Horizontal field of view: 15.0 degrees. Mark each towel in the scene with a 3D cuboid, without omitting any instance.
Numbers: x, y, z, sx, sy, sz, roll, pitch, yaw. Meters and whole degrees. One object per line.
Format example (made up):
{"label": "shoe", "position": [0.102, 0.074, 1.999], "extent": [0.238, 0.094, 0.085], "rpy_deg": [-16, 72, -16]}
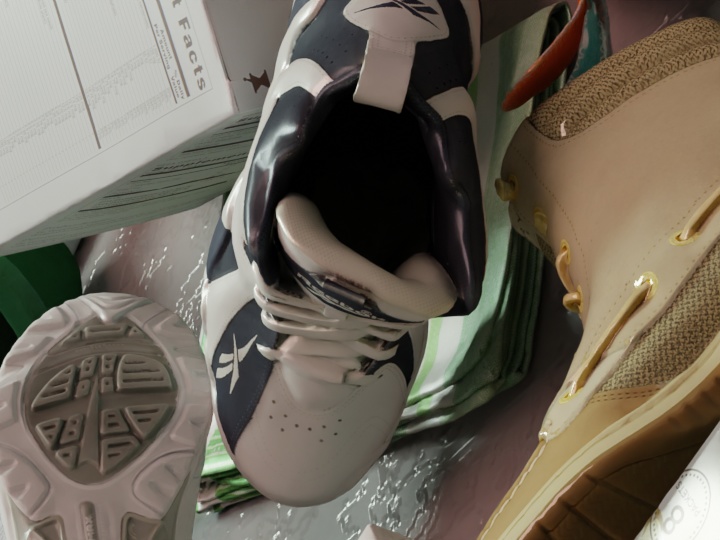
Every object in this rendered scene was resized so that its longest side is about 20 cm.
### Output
{"label": "towel", "position": [0.000, 0.000, 0.996], "extent": [0.200, 0.023, 0.153], "rpy_deg": [-26, 48, 50]}

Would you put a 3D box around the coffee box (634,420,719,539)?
{"label": "coffee box", "position": [0.086, 0.152, 0.684], "extent": [0.200, 0.080, 0.113], "rpy_deg": [-57, 31, 16]}

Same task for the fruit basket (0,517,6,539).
{"label": "fruit basket", "position": [-0.152, 0.195, 1.055], "extent": [0.186, 0.094, 0.200], "rpy_deg": [-63, 20, 5]}

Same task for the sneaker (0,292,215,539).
{"label": "sneaker", "position": [-0.090, 0.101, 0.923], "extent": [0.099, 0.078, 0.200], "rpy_deg": [100, 172, -53]}

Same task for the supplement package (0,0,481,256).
{"label": "supplement package", "position": [-0.068, -0.089, 0.993], "extent": [0.200, 0.109, 0.114], "rpy_deg": [-22, 85, 54]}

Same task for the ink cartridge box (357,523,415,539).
{"label": "ink cartridge box", "position": [0.011, 0.161, 0.814], "extent": [0.200, 0.067, 0.117], "rpy_deg": [-56, 31, 18]}

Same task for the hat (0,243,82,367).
{"label": "hat", "position": [-0.155, 0.003, 1.221], "extent": [0.200, 0.166, 0.176], "rpy_deg": [-30, 11, 34]}

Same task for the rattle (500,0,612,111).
{"label": "rattle", "position": [0.102, -0.142, 0.891], "extent": [0.200, 0.143, 0.130], "rpy_deg": [-98, 1, -46]}

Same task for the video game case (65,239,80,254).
{"label": "video game case", "position": [-0.154, -0.087, 1.316], "extent": [0.200, 0.023, 0.183], "rpy_deg": [28, 94, 60]}

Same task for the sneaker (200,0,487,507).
{"label": "sneaker", "position": [-0.008, 0.006, 0.839], "extent": [0.130, 0.079, 0.199], "rpy_deg": [-80, 9, -65]}

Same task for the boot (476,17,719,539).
{"label": "boot", "position": [0.075, 0.021, 0.790], "extent": [0.200, 0.073, 0.155], "rpy_deg": [-52, 31, 3]}
